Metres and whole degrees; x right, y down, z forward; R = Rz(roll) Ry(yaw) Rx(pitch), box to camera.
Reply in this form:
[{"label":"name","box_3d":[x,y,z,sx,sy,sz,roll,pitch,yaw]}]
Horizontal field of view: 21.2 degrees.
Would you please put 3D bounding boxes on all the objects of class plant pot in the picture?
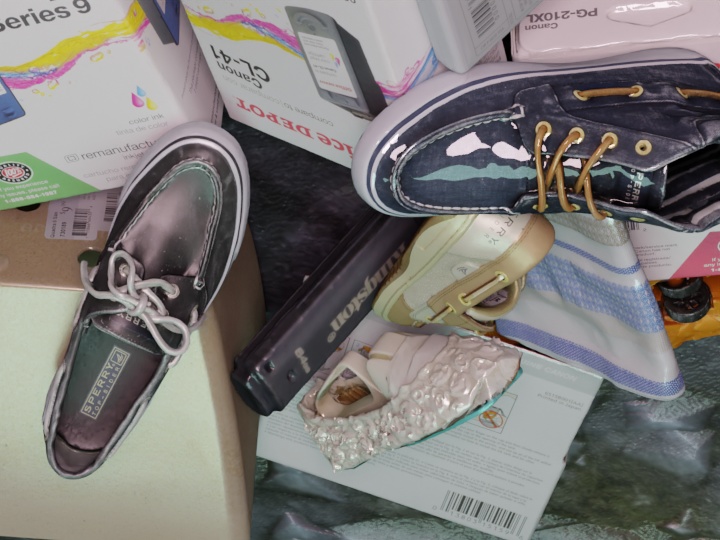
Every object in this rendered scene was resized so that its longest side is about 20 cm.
[{"label":"plant pot","box_3d":[-0.154,0.029,1.156,0.198,0.201,0.178,5,133,-3]}]

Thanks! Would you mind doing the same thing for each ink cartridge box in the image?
[{"label":"ink cartridge box","box_3d":[0.164,-0.086,1.058,0.143,0.085,0.201,-5,142,10]},{"label":"ink cartridge box","box_3d":[-0.017,-0.145,0.945,0.147,0.086,0.201,24,152,31]},{"label":"ink cartridge box","box_3d":[-0.173,-0.133,1.018,0.144,0.088,0.201,-9,139,15]},{"label":"ink cartridge box","box_3d":[0.040,0.081,1.235,0.198,0.044,0.174,19,132,0]}]

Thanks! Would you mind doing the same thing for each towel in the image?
[{"label":"towel","box_3d":[0.099,-0.015,1.073,0.146,0.024,0.201,23,149,45]}]

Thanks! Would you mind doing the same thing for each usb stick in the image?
[{"label":"usb stick","box_3d":[0.000,0.000,1.117,0.033,0.200,0.056,35,163,26]}]

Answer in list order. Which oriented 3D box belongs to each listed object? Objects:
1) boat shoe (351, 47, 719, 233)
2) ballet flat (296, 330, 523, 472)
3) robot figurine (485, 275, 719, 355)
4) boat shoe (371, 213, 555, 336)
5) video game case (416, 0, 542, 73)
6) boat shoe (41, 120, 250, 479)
[{"label":"boat shoe","box_3d":[0.100,-0.054,0.908,0.198,0.091,0.071,-14,125,-16]},{"label":"ballet flat","box_3d":[0.017,0.072,1.135,0.071,0.072,0.200,21,153,-22]},{"label":"robot figurine","box_3d":[0.143,0.010,1.209,0.198,0.059,0.145,-9,141,14]},{"label":"boat shoe","box_3d":[0.056,0.002,1.048,0.066,0.074,0.200,37,165,3]},{"label":"video game case","box_3d":[0.079,-0.211,0.851,0.182,0.023,0.201,-43,143,-14]},{"label":"boat shoe","box_3d":[-0.118,0.018,1.016,0.073,0.068,0.200,30,103,-9]}]
